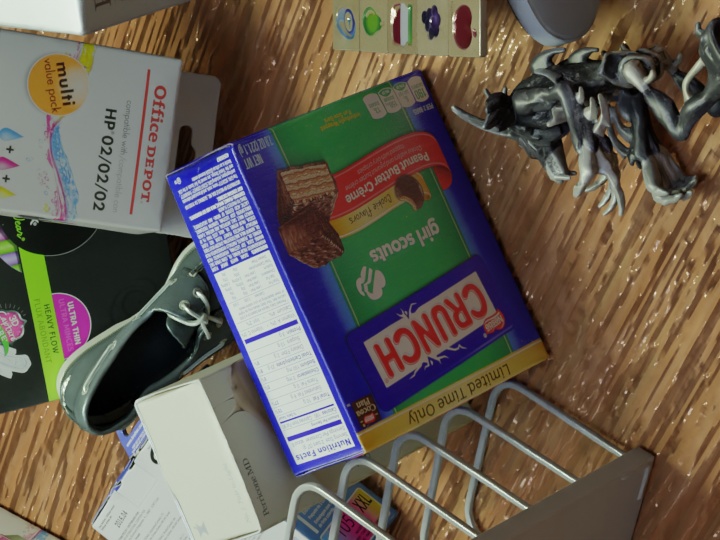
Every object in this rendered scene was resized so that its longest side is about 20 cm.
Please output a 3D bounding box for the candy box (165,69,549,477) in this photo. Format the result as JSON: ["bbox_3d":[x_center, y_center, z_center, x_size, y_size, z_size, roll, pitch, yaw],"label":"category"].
[{"bbox_3d":[0.000,0.000,1.406,0.077,0.169,0.200,-21,93,49],"label":"candy box"}]

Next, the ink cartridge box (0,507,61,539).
[{"bbox_3d":[-0.278,0.285,1.853,0.200,0.085,0.145,23,122,37],"label":"ink cartridge box"}]

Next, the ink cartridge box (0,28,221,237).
[{"bbox_3d":[-0.183,-0.088,1.486,0.068,0.200,0.115,-179,96,-72],"label":"ink cartridge box"}]

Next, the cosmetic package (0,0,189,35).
[{"bbox_3d":[-0.169,-0.252,1.432,0.166,0.200,0.168,11,116,38],"label":"cosmetic package"}]

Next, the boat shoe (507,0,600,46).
[{"bbox_3d":[0.074,-0.217,1.313,0.068,0.074,0.200,-23,89,53],"label":"boat shoe"}]

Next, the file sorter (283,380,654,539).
[{"bbox_3d":[0.057,0.171,1.405,0.124,0.200,0.139,32,127,32],"label":"file sorter"}]

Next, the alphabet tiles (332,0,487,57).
[{"bbox_3d":[0.026,-0.224,1.320,0.167,0.008,0.201,13,104,60],"label":"alphabet tiles"}]

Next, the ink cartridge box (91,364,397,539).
[{"bbox_3d":[-0.094,0.161,1.595,0.200,0.076,0.137,37,131,2],"label":"ink cartridge box"}]

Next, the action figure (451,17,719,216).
[{"bbox_3d":[0.147,-0.080,1.274,0.200,0.119,0.102,-11,95,40],"label":"action figure"}]

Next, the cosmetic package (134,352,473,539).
[{"bbox_3d":[-0.032,0.088,1.451,0.073,0.200,0.104,-21,93,46],"label":"cosmetic package"}]

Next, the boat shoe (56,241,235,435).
[{"bbox_3d":[-0.114,0.039,1.534,0.073,0.200,0.062,51,-179,-24],"label":"boat shoe"}]

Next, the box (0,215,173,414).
[{"bbox_3d":[-0.217,-0.023,1.594,0.124,0.148,0.200,-150,48,-67],"label":"box"}]
